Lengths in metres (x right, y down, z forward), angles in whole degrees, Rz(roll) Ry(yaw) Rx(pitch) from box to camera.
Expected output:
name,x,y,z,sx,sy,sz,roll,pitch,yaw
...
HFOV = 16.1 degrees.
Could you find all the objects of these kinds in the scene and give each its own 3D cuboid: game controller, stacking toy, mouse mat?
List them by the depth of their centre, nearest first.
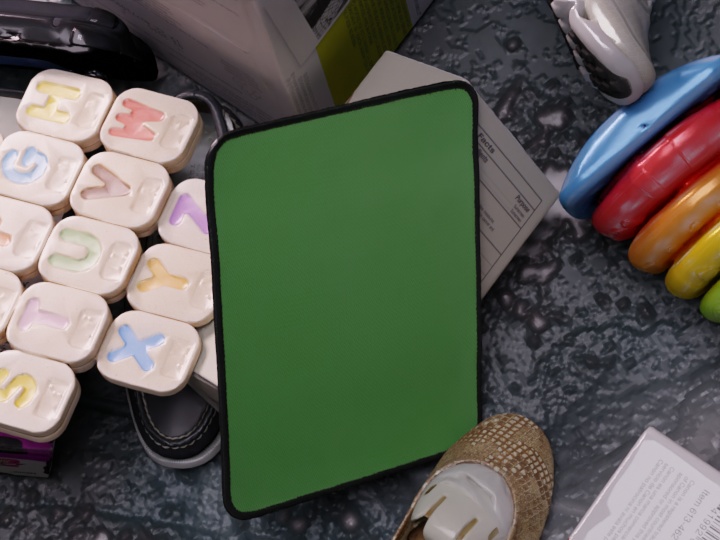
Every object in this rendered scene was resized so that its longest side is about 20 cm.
name,x,y,z,sx,sy,sz,roll,pitch,yaw
mouse mat,-0.004,0.014,1.254,0.160,0.202,0.008,-14,22,-32
stacking toy,0.202,-0.003,1.289,0.116,0.110,0.200,-41,80,6
game controller,-0.212,-0.126,1.393,0.198,0.104,0.042,8,80,13

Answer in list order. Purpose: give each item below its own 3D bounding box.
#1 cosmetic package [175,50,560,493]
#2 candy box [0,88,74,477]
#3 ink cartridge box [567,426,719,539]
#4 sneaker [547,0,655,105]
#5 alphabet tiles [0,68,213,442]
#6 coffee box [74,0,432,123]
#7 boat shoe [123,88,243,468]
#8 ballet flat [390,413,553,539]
name,x,y,z,sx,sy,sz,roll,pitch,yaw
cosmetic package,0.000,0.000,1.303,0.200,0.104,0.073,-52,40,-11
candy box,-0.222,0.002,1.354,0.135,0.061,0.202,6,71,-8
ink cartridge box,0.181,0.196,1.221,0.199,0.083,0.146,34,79,19
sneaker,0.125,-0.170,1.292,0.081,0.075,0.201,-19,50,9
alphabet tiles,-0.158,-0.011,1.291,0.194,0.015,0.201,15,64,18
coffee box,-0.058,-0.222,1.349,0.199,0.200,0.198,33,78,19
boat shoe,-0.096,0.002,1.350,0.075,0.060,0.201,-4,70,8
ballet flat,0.037,0.156,1.270,0.070,0.065,0.201,25,76,16
